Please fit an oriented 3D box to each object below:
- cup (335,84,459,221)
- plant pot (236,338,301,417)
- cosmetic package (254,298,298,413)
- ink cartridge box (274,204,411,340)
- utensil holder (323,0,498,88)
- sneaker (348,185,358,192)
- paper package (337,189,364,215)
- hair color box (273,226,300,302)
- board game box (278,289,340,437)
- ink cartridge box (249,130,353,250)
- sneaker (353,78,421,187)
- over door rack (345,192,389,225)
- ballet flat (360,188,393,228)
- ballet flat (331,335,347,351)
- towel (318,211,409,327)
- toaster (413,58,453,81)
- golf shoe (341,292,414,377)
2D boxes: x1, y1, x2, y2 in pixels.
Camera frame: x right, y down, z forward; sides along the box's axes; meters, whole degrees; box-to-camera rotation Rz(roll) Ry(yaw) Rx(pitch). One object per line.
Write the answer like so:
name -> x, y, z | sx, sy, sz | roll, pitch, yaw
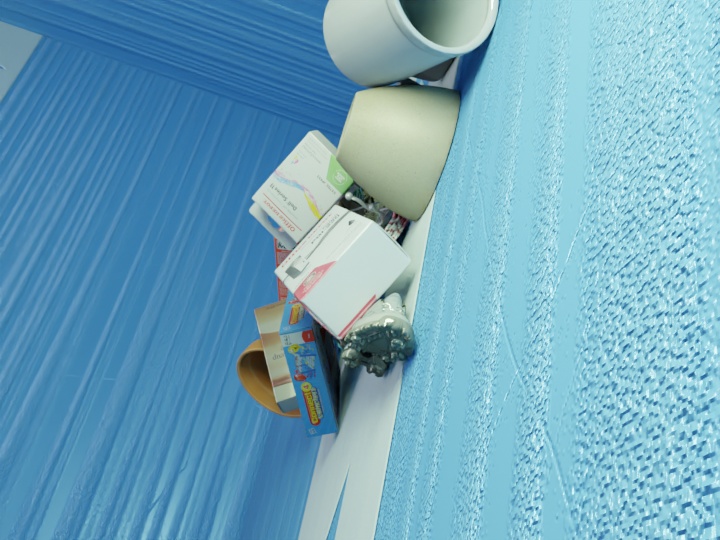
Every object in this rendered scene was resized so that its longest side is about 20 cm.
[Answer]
cup -> 0.045, -0.191, 1.065 | 0.200, 0.142, 0.203 | -162, 90, -84
plant pot -> -0.157, 0.207, 1.604 | 0.140, 0.199, 0.201 | -56, -8, -46
cosmetic package -> -0.139, 0.167, 1.440 | 0.087, 0.102, 0.202 | 81, 170, -66
ink cartridge box -> -0.032, -0.005, 1.013 | 0.146, 0.085, 0.200 | -47, 18, -3
utensil holder -> 0.059, -0.352, 0.978 | 0.199, 0.169, 0.172 | -1, 70, 61
sneaker -> 0.024, -0.202, 1.309 | 0.198, 0.080, 0.129 | -30, 14, -10
paper package -> -0.023, -0.095, 1.557 | 0.201, 0.102, 0.192 | -85, 13, -64
hair color box -> -0.137, -0.005, 1.567 | 0.111, 0.063, 0.202 | -59, -27, -60
board game box -> -0.082, 0.147, 1.244 | 0.200, 0.055, 0.198 | -90, -12, -70
ink cartridge box -> -0.107, -0.133, 1.271 | 0.200, 0.117, 0.067 | -46, 3, 16
sneaker -> 0.043, -0.230, 1.198 | 0.201, 0.084, 0.074 | -51, 10, 2
over door rack -> -0.024, -0.093, 1.236 | 0.199, 0.067, 0.148 | -28, 16, 34
ballet flat -> 0.038, -0.125, 1.348 | 0.075, 0.067, 0.201 | -41, 30, 34
ballet flat -> -0.018, 0.096, 1.217 | 0.064, 0.067, 0.200 | -45, 9, -2
towel -> 0.000, 0.000, 1.154 | 0.201, 0.030, 0.146 | -55, 3, -21
toaster -> 0.118, -0.441, 1.190 | 0.200, 0.117, 0.183 | 130, 156, -74
golf shoe -> 0.026, 0.064, 0.884 | 0.200, 0.078, 0.098 | 129, 163, -70
